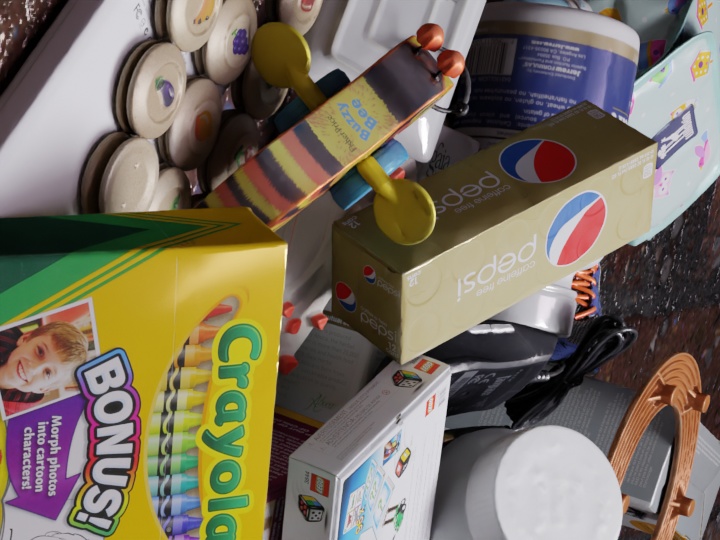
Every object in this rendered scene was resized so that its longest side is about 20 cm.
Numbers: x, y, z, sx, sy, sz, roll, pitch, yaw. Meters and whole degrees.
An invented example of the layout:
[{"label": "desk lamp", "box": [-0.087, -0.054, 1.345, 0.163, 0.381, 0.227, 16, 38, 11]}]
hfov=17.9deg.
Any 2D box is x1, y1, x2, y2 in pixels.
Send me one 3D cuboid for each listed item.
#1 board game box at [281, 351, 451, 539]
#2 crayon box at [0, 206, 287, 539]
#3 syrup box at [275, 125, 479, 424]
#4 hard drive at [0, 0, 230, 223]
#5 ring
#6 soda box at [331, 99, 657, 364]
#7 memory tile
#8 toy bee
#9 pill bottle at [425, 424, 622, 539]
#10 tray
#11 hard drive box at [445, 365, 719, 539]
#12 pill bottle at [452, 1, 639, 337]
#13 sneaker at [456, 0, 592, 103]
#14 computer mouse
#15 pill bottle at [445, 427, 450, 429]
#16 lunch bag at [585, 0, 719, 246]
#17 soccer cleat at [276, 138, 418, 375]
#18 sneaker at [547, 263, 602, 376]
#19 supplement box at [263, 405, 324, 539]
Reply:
[{"label": "board game box", "box": [-0.002, 0.159, 1.291, 0.126, 0.035, 0.200, -39, 144, -49]}, {"label": "crayon box", "box": [-0.130, 0.075, 1.087, 0.172, 0.058, 0.200, -3, 112, -22]}, {"label": "syrup box", "box": [0.000, 0.000, 1.400, 0.079, 0.081, 0.200, 12, 95, -66]}, {"label": "hard drive", "box": [-0.129, -0.076, 1.148, 0.200, 0.027, 0.132, -60, 153, -29]}, {"label": "ring", "box": [0.186, 0.150, 1.475, 0.200, 0.019, 0.201, -44, 143, -48]}, {"label": "soda box", "box": [0.078, -0.025, 1.321, 0.200, 0.064, 0.068, -27, 135, -31]}, {"label": "memory tile", "box": [-0.077, -0.098, 1.193, 0.200, 0.017, 0.153, -69, 156, -10]}, {"label": "toy bee", "box": [0.000, -0.089, 1.203, 0.109, 0.131, 0.200, -41, -161, 57]}, {"label": "pill bottle", "box": [0.067, 0.158, 1.406, 0.109, 0.200, 0.110, 8, 72, -27]}, {"label": "tray", "box": [0.029, -0.171, 1.323, 0.107, 0.022, 0.200, 29, 64, -21]}, {"label": "hard drive box", "box": [0.146, 0.121, 1.638, 0.077, 0.200, 0.156, -69, 154, -9]}, {"label": "pill bottle", "box": [0.110, -0.062, 1.459, 0.111, 0.111, 0.201, 18, 81, -65]}, {"label": "sneaker", "box": [0.091, -0.098, 1.571, 0.082, 0.074, 0.200, 4, 109, -33]}, {"label": "computer mouse", "box": [0.062, 0.068, 1.407, 0.200, 0.046, 0.140, -10, 154, -37]}, {"label": "pill bottle", "box": [0.033, 0.214, 1.560, 0.200, 0.114, 0.114, -66, 154, -17]}, {"label": "lunch bag", "box": [0.205, -0.142, 1.666, 0.171, 0.122, 0.200, 73, 26, -51]}, {"label": "soccer cleat", "box": [-0.047, -0.005, 1.324, 0.200, 0.078, 0.069, -49, 146, -6]}, {"label": "sneaker", "box": [0.136, -0.005, 1.603, 0.200, 0.075, 0.079, -100, -150, -49]}, {"label": "supplement box", "box": [-0.088, 0.159, 1.284, 0.200, 0.103, 0.131, -15, 121, -63]}]
